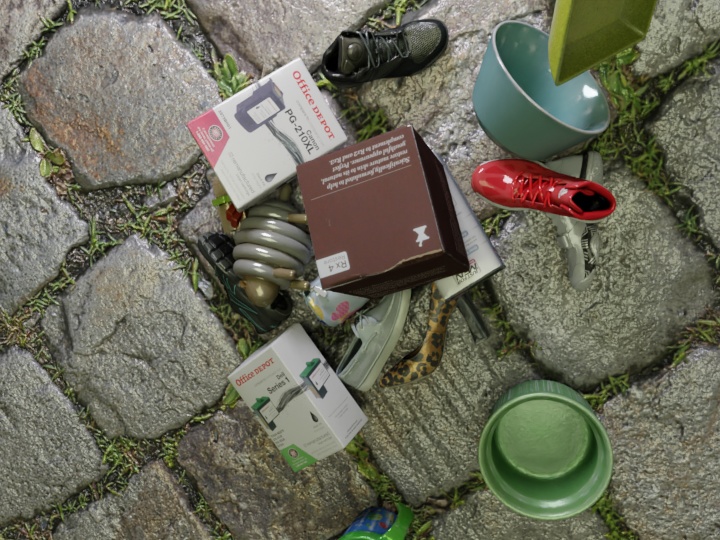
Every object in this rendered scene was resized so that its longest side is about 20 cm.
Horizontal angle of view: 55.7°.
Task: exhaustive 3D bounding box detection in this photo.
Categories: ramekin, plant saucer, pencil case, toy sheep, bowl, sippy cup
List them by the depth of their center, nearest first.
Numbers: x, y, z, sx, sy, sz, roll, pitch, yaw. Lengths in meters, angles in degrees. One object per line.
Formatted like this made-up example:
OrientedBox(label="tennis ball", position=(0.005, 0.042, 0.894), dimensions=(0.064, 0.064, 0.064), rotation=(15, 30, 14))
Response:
OrientedBox(label="plant saucer", position=(0.313, -0.365, 0.865), dimensions=(0.048, 0.198, 0.202), rotation=(41, 150, 33))
OrientedBox(label="bowl", position=(0.233, -0.232, 0.939), dimensions=(0.200, 0.201, 0.105), rotation=(43, 135, 2))
OrientedBox(label="ramekin", position=(0.283, 0.270, 1.058), dimensions=(0.196, 0.098, 0.204), rotation=(3, 101, 13))
OrientedBox(label="toy sheep", position=(-0.134, -0.040, 1.072), dimensions=(0.136, 0.138, 0.203), rotation=(12, 72, 10))
OrientedBox(label="pencil case", position=(0.000, 0.000, 1.077), dimensions=(0.199, 0.084, 0.091), rotation=(-38, 127, 16))
OrientedBox(label="sippy cup", position=(0.021, 0.472, 1.141), dimensions=(0.175, 0.130, 0.142), rotation=(-17, 98, 16))

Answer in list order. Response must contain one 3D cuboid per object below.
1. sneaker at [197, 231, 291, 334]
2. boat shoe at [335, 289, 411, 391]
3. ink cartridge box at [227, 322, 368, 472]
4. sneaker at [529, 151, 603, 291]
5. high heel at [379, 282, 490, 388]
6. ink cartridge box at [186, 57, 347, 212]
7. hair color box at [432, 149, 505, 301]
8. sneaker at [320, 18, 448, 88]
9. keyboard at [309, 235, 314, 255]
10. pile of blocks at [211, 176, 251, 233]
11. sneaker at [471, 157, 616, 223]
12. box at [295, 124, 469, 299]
OrientedBox(label="sneaker", position=(-0.206, 0.024, 1.134), dimensions=(0.200, 0.075, 0.079), rotation=(47, 123, 1))
OrientedBox(label="boat shoe", position=(0.017, 0.102, 1.094), dimensions=(0.071, 0.070, 0.203), rotation=(20, 109, -14))
OrientedBox(label="ink cartridge box", position=(-0.106, 0.210, 1.123), dimensions=(0.146, 0.084, 0.201), rotation=(-36, 91, 39))
OrientedBox(label="sneaker", position=(0.293, -0.073, 1.003), dimensions=(0.113, 0.075, 0.204), rotation=(3, 96, 13))
OrientedBox(label="high heel", position=(0.090, 0.089, 1.079), dimensions=(0.198, 0.071, 0.144), rotation=(-31, 96, 3))
OrientedBox(label="ink cartridge box", position=(-0.139, -0.203, 1.033), dimensions=(0.198, 0.084, 0.146), rotation=(-33, 96, -7))
OrientedBox(label="hair color box", position=(0.124, -0.066, 1.022), dimensions=(0.098, 0.061, 0.202), rotation=(-31, 77, 14))
OrientedBox(label="sneaker", position=(0.032, -0.318, 0.996), dimensions=(0.196, 0.114, 0.078), rotation=(-10, 100, 13))
OrientedBox(label="keyboard", position=(-0.105, -0.055, 1.131), dimensions=(0.196, 0.011, 0.057), rotation=(2, 101, 12))
OrientedBox(label="pile of blocks", position=(-0.209, -0.157, 1.105), dimensions=(0.081, 0.062, 0.204), rotation=(9, 100, 11))
OrientedBox(label="sneaker", position=(0.247, -0.113, 0.912), dimensions=(0.196, 0.115, 0.080), rotation=(9, 94, 9))
OrientedBox(label="box", position=(0.037, -0.066, 0.912), dimensions=(0.163, 0.200, 0.167), rotation=(-16, 79, 16))
